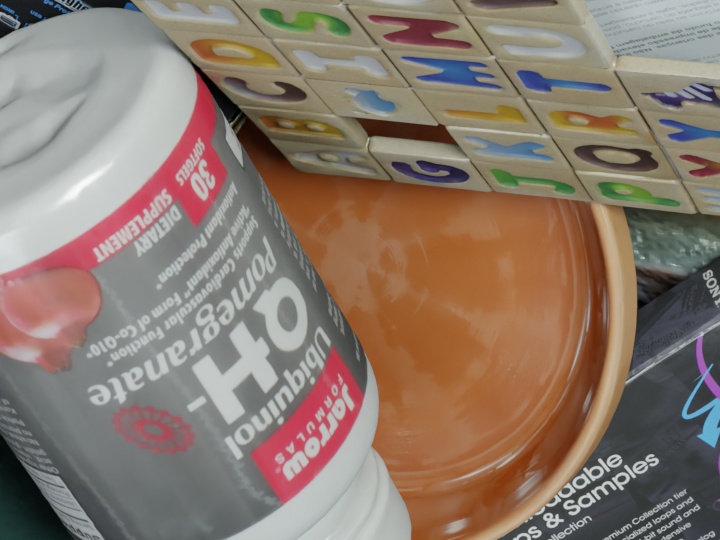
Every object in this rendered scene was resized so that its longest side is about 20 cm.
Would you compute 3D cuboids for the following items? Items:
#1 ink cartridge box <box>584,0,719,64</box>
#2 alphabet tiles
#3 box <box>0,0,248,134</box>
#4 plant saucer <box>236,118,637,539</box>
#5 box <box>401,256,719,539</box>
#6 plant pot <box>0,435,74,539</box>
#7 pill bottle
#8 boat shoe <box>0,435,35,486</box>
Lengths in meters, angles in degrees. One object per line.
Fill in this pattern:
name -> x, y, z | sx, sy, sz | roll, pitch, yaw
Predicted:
ink cartridge box -> 0.132, -0.086, 0.766 | 0.196, 0.043, 0.200 | -11, 159, 30
alphabet tiles -> 0.031, -0.052, 0.818 | 0.167, 0.008, 0.200 | 7, 167, 19
box -> -0.092, -0.134, 0.862 | 0.200, 0.050, 0.199 | 29, 136, -9
plant saucer -> 0.000, 0.000, 0.970 | 0.200, 0.032, 0.201 | 8, 108, 25
box -> 0.124, 0.100, 1.049 | 0.143, 0.036, 0.200 | -33, 126, 11
plant pot -> -0.173, 0.045, 0.959 | 0.134, 0.200, 0.200 | -14, 136, 18
pill bottle -> -0.062, 0.027, 0.897 | 0.111, 0.111, 0.200 | -1, 133, 37
boat shoe -> -0.094, 0.065, 1.064 | 0.201, 0.072, 0.060 | 4, 163, 14
